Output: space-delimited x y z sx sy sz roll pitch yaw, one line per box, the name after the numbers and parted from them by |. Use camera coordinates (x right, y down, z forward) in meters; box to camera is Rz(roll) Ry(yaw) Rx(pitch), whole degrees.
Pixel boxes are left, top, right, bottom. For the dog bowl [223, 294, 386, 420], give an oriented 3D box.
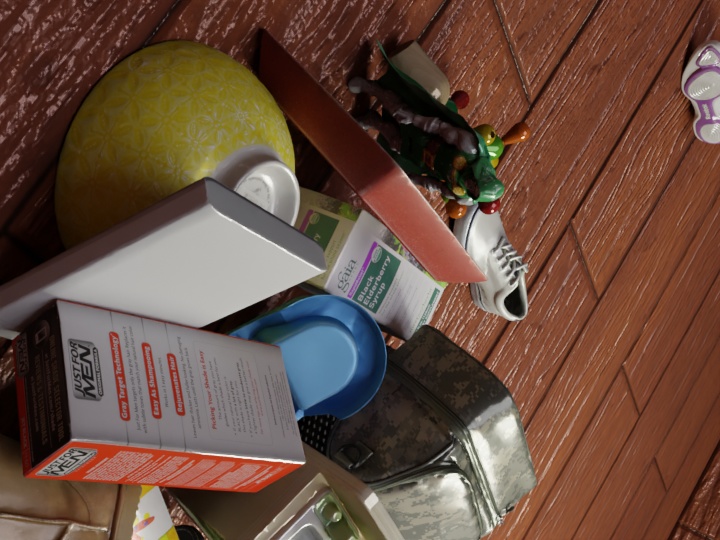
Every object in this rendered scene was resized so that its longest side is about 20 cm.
-0.077 0.090 0.855 0.199 0.050 0.112 -27 107 -7 | dog bowl

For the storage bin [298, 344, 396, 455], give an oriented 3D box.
-0.011 0.182 1.047 0.135 0.094 0.201 -13 121 -51 | storage bin

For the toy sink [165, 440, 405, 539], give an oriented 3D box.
-0.062 0.227 0.871 0.112 0.200 0.131 -43 126 -20 | toy sink

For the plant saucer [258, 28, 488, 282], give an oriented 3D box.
0.003 -0.081 0.819 0.037 0.200 0.200 -43 144 2 | plant saucer

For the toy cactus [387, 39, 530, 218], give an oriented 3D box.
0.088 -0.142 0.950 0.165 0.102 0.200 55 21 -19 | toy cactus

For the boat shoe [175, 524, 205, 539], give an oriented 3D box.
-0.207 0.289 0.854 0.200 0.067 0.057 -42 155 -28 | boat shoe

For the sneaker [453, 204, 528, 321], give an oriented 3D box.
0.163 -0.014 1.187 0.073 0.071 0.200 -52 145 -20 | sneaker

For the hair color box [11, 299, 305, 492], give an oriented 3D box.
-0.137 0.094 0.708 0.061 0.102 0.200 -34 146 31 | hair color box

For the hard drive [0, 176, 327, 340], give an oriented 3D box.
-0.141 0.009 0.684 0.132 0.199 0.027 30 42 -54 | hard drive

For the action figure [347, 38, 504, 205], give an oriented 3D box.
0.056 -0.108 0.858 0.055 0.200 0.119 -22 128 -23 | action figure

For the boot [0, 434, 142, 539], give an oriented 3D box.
-0.249 0.183 0.638 0.199 0.066 0.176 21 60 -34 | boot

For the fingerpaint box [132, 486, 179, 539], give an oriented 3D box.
-0.242 0.229 0.765 0.200 0.073 0.167 -42 141 -32 | fingerpaint box

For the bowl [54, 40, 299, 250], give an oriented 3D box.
-0.110 -0.057 0.741 0.200 0.107 0.201 -34 136 -40 | bowl

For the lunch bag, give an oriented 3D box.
0.059 0.181 0.945 0.168 0.139 0.200 -37 140 -15 | lunch bag

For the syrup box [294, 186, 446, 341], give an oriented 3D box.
0.000 0.000 0.956 0.200 0.081 0.079 35 79 -58 | syrup box

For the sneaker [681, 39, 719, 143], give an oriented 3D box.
0.547 -0.293 1.577 0.200 0.075 0.100 63 39 -50 | sneaker
